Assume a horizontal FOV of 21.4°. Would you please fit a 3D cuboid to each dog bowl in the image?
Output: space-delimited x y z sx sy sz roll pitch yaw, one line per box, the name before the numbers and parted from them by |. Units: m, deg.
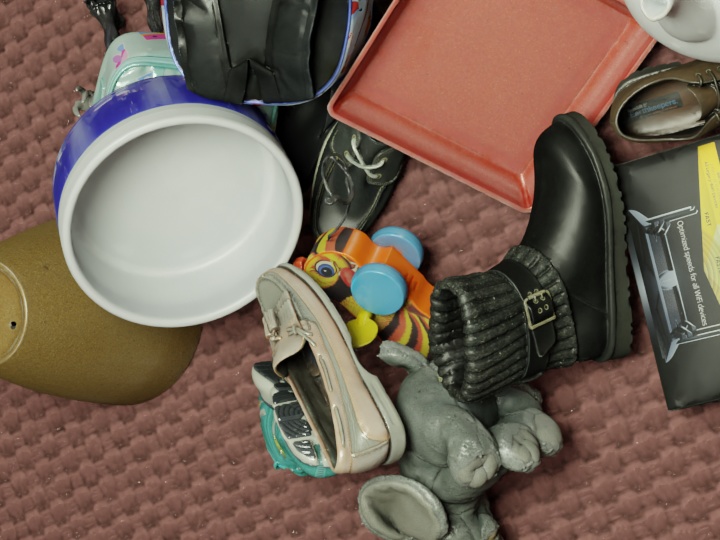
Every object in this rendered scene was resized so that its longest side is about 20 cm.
dog bowl | -0.152 -0.057 1.574 0.200 0.200 0.079 -53 32 19

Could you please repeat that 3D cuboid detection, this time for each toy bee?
toy bee | 0.000 0.000 1.592 0.108 0.131 0.201 -22 97 36

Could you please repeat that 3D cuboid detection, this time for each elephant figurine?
elephant figurine | 0.069 0.182 1.562 0.200 0.141 0.155 -66 32 34

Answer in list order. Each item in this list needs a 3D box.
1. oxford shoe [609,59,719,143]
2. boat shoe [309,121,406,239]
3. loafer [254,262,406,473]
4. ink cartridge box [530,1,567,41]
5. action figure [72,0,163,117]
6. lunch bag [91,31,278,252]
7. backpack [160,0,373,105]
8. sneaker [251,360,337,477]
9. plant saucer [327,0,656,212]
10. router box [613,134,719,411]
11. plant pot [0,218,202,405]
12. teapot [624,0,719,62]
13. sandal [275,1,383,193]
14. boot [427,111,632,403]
oxford shoe | 0.284 -0.138 1.451 0.199 0.084 0.073 -22 101 22
boat shoe | 0.006 -0.107 1.612 0.072 0.068 0.201 26 106 2
loafer | -0.038 0.076 1.525 0.200 0.063 0.072 55 147 28
ink cartridge box | 0.137 -0.246 1.554 0.109 0.050 0.200 48 111 18
action figure | -0.197 -0.159 1.708 0.118 0.102 0.201 -16 82 16
lunch bag | -0.162 -0.102 1.638 0.077 0.160 0.201 -118 37 -53
backpack | -0.072 -0.229 1.513 0.199 0.154 0.191 8 102 19
sneaker | -0.044 0.136 1.605 0.077 0.200 0.080 0 104 -13
plant saucer | 0.105 -0.168 1.517 0.199 0.037 0.200 26 118 -17
router box | 0.293 -0.006 1.474 0.157 0.052 0.201 -15 84 27
plant pot | -0.272 0.034 1.695 0.186 0.200 0.187 1 91 29
teapot | 0.273 -0.263 1.396 0.197 0.146 0.201 -21 57 4
sandal | -0.036 -0.154 1.653 0.076 0.043 0.201 28 103 25
boot | 0.125 -0.010 1.490 0.079 0.157 0.212 -178 78 -70
